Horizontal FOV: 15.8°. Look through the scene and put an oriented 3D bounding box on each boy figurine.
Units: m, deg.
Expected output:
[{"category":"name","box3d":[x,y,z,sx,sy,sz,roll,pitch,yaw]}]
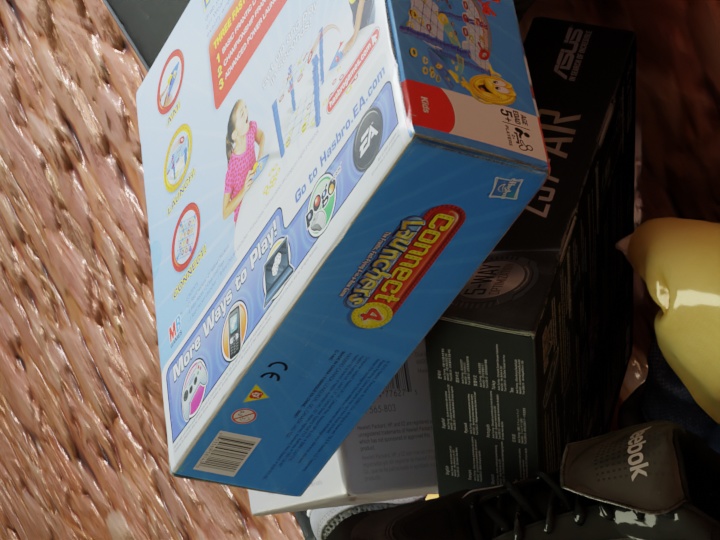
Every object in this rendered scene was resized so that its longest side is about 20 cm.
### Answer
[{"category":"boy figurine","box3d":[0.145,0.021,0.965,0.124,0.064,0.200,44,155,17]}]

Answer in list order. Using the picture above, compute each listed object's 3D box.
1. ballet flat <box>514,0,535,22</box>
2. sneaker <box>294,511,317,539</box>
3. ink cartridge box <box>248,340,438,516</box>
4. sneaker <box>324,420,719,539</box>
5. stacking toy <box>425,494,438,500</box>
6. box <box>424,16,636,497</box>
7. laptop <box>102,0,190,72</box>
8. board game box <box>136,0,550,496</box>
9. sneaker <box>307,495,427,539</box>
[{"category":"ballet flat","box3d":[0.062,-0.118,1.024,0.200,0.057,0.067,126,145,-76]},{"category":"sneaker","box3d":[-0.001,0.046,1.324,0.104,0.060,0.200,55,137,33]},{"category":"ink cartridge box","box3d":[0.000,0.000,1.140,0.068,0.115,0.201,-16,79,46]},{"category":"sneaker","box3d":[0.086,0.091,0.949,0.067,0.199,0.091,-91,5,-53]},{"category":"stacking toy","box3d":[0.067,0.063,1.214,0.116,0.109,0.201,178,77,-74]},{"category":"box","box3d":[0.072,0.026,1.041,0.043,0.161,0.200,11,141,14]},{"category":"laptop","box3d":[-0.097,-0.178,1.425,0.178,0.103,0.200,56,135,15]},{"category":"board game box","box3d":[-0.015,-0.053,0.968,0.200,0.056,0.196,-53,34,42]},{"category":"sneaker","box3d":[0.057,0.173,1.295,0.200,0.077,0.078,34,129,2]}]
